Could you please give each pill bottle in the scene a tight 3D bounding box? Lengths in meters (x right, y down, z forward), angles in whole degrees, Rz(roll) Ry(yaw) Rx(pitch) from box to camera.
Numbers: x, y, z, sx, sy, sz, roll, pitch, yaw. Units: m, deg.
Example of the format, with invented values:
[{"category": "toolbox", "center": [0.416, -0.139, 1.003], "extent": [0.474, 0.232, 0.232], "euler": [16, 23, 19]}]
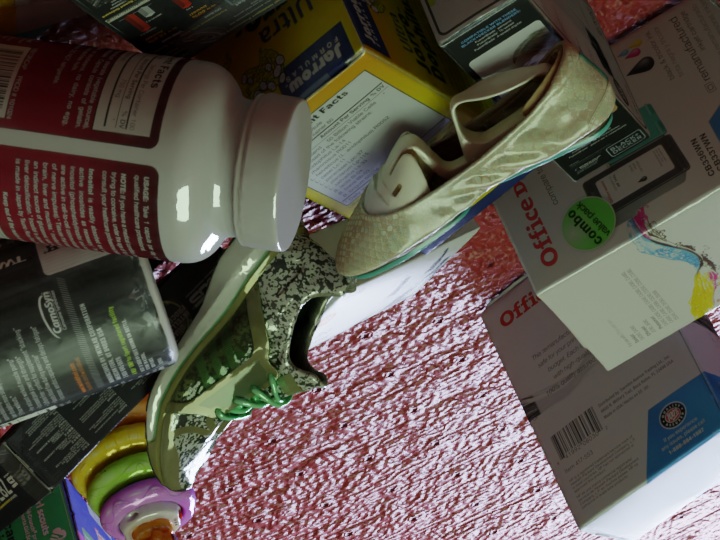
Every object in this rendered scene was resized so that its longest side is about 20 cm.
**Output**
[{"category": "pill bottle", "center": [-0.215, 0.038, 1.223], "extent": [0.198, 0.107, 0.107], "euler": [-20, 147, -5]}, {"category": "pill bottle", "center": [-0.132, -0.065, 1.150], "extent": [0.198, 0.114, 0.113], "euler": [8, 147, 9]}]

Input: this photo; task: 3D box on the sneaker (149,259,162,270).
[{"category": "sneaker", "center": [-0.164, -0.038, 1.310], "extent": [0.199, 0.077, 0.114], "euler": [-37, 143, 15]}]

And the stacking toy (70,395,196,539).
[{"category": "stacking toy", "center": [-0.158, 0.151, 1.462], "extent": [0.109, 0.201, 0.117], "euler": [-14, 145, -12]}]

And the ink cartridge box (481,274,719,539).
[{"category": "ink cartridge box", "center": [0.200, 0.080, 1.576], "extent": [0.146, 0.201, 0.086], "euler": [-39, 145, 24]}]

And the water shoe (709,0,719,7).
[{"category": "water shoe", "center": [0.239, -0.196, 1.328], "extent": [0.198, 0.072, 0.079], "euler": [-5, 145, -24]}]

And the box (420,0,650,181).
[{"category": "box", "center": [0.098, -0.151, 1.269], "extent": [0.060, 0.117, 0.200], "euler": [-30, 148, 16]}]

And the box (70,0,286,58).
[{"category": "box", "center": [-0.060, -0.196, 1.107], "extent": [0.199, 0.050, 0.158], "euler": [-30, 161, 12]}]

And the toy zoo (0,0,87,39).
[{"category": "toy zoo", "center": [-0.189, -0.191, 1.125], "extent": [0.130, 0.021, 0.201], "euler": [-11, 145, -18]}]

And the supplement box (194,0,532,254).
[{"category": "supplement box", "center": [0.005, -0.108, 1.277], "extent": [0.109, 0.110, 0.199], "euler": [-38, 145, 22]}]

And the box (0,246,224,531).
[{"category": "box", "center": [-0.171, 0.077, 1.352], "extent": [0.200, 0.049, 0.161], "euler": [-47, -177, -29]}]

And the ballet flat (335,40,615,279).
[{"category": "ballet flat", "center": [0.055, -0.070, 1.218], "extent": [0.199, 0.068, 0.062], "euler": [-33, 119, 14]}]

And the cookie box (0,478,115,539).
[{"category": "cookie box", "center": [-0.292, 0.263, 1.656], "extent": [0.198, 0.076, 0.172], "euler": [-24, 146, 1]}]

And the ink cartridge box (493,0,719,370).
[{"category": "ink cartridge box", "center": [0.203, -0.059, 1.430], "extent": [0.199, 0.148, 0.146], "euler": [-31, 147, 12]}]

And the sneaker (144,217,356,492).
[{"category": "sneaker", "center": [-0.066, 0.062, 1.280], "extent": [0.077, 0.088, 0.201], "euler": [-14, 133, -62]}]

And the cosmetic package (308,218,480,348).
[{"category": "cosmetic package", "center": [0.000, 0.000, 1.402], "extent": [0.083, 0.051, 0.200], "euler": [-48, 168, 31]}]
